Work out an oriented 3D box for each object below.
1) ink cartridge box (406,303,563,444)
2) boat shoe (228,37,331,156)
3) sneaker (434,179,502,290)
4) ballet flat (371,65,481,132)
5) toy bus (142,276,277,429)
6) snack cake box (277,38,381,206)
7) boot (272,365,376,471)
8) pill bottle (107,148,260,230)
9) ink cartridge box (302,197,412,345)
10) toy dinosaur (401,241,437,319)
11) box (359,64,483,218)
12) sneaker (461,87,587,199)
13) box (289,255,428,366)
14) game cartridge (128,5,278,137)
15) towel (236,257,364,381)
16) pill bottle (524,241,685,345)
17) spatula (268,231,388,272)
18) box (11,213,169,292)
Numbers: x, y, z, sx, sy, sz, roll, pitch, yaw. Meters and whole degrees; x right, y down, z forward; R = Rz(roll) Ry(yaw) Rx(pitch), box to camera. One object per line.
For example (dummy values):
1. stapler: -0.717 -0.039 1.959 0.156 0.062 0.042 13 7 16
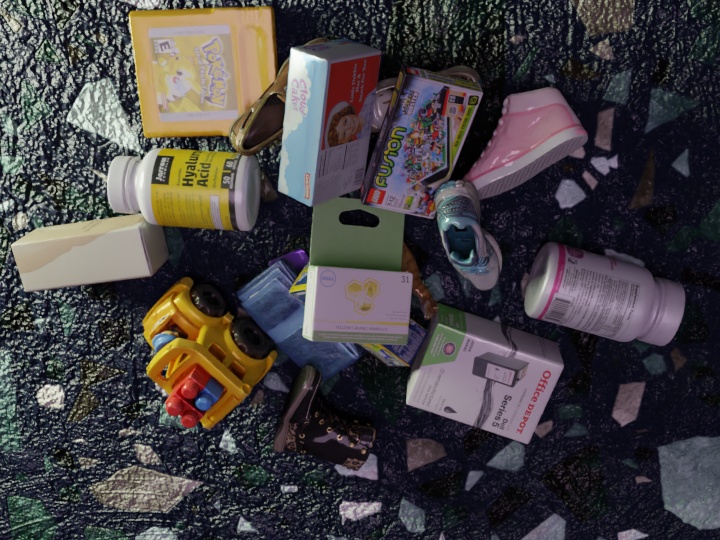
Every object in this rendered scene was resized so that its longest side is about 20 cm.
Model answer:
1. ink cartridge box: 0.186 0.156 1.226 0.200 0.084 0.146 18 110 -2
2. boat shoe: -0.096 -0.232 1.101 0.072 0.068 0.200 40 94 -23
3. sneaker: 0.147 -0.028 1.137 0.078 0.086 0.200 -12 134 20
4. ballet flat: 0.067 -0.237 1.108 0.200 0.062 0.068 -18 107 11
5. toy bus: -0.249 0.137 1.196 0.200 0.192 0.136 44 116 -9
6. snack cake box: -0.043 -0.199 1.081 0.067 0.115 0.200 27 123 31
7. boot: -0.048 0.238 1.266 0.150 0.073 0.200 19 129 -4
8. pill bottle: -0.250 -0.117 1.153 0.200 0.111 0.111 3 110 4
9. ink cartridge box: 0.000 0.000 1.123 0.145 0.048 0.200 4 92 -21
10. toy dinosaur: 0.054 -0.019 1.201 0.106 0.060 0.200 -21 96 -4
11. box: 0.079 -0.169 1.095 0.110 0.035 0.200 10 125 -13
12. sneaker: 0.207 -0.178 1.118 0.200 0.075 0.105 -30 73 33
13. box: -0.002 0.062 1.186 0.200 0.070 0.064 38 70 -18
14. game cartridge: -0.215 -0.277 1.135 0.200 0.032 0.176 -1 110 6
15. towel: -0.094 0.082 1.236 0.112 0.049 0.200 -35 104 27
16. pill bottle: 0.347 0.037 1.154 0.200 0.113 0.113 16 110 -1
17. spatula: -0.045 -0.020 1.206 0.200 0.021 0.057 -18 108 28
18. box: -0.400 -0.029 1.208 0.200 0.095 0.078 -8 108 6
